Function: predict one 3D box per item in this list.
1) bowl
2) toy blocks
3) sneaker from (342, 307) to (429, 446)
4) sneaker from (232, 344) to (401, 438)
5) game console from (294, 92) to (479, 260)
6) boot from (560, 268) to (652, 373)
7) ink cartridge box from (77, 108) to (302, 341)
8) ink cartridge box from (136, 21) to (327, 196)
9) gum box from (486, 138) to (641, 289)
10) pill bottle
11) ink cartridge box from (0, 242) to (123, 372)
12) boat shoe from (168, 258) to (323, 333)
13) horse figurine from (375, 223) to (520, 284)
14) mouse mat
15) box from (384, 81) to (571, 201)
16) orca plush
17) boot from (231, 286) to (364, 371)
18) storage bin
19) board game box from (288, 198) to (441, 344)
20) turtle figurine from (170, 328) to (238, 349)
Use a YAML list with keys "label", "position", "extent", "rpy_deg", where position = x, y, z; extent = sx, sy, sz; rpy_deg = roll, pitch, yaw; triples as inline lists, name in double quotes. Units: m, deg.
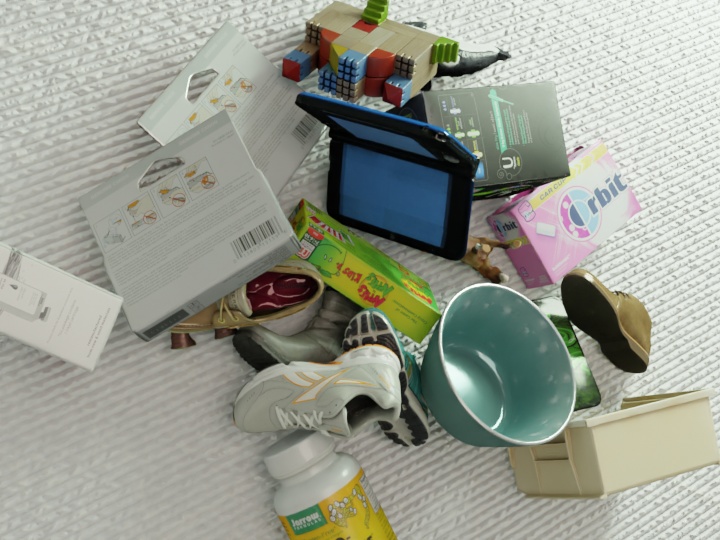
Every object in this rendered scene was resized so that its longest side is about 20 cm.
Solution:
- label: "bowl"
  position: [0.150, 0.130, 1.299]
  extent: [0.198, 0.105, 0.204]
  rpy_deg: [16, 55, -24]
- label: "toy blocks"
  position: [0.000, -0.252, 1.288]
  extent: [0.197, 0.101, 0.137]
  rpy_deg: [23, 41, 18]
- label: "sneaker"
  position: [0.034, 0.121, 1.297]
  extent: [0.080, 0.076, 0.202]
  rpy_deg: [-71, 147, -48]
- label: "sneaker"
  position: [-0.047, 0.149, 1.196]
  extent: [0.196, 0.093, 0.076]
  rpy_deg: [-18, 130, 4]
- label: "game console"
  position: [0.024, -0.105, 1.233]
  extent: [0.170, 0.197, 0.121]
  rpy_deg: [22, 86, -63]
- label: "boot"
  position: [0.335, 0.052, 1.464]
  extent: [0.200, 0.073, 0.076]
  rpy_deg: [46, 57, -33]
- label: "ink cartridge box"
  position: [-0.186, -0.049, 1.165]
  extent: [0.198, 0.044, 0.175]
  rpy_deg: [-30, 67, 2]
- label: "ink cartridge box"
  position: [-0.148, -0.165, 1.266]
  extent: [0.173, 0.043, 0.201]
  rpy_deg: [40, 55, -10]
- label: "gum box"
  position: [0.281, -0.080, 1.467]
  extent: [0.199, 0.066, 0.115]
  rpy_deg: [-37, 99, -24]
- label: "pill bottle"
  position: [-0.032, 0.282, 1.246]
  extent: [0.112, 0.112, 0.203]
  rpy_deg: [-28, 95, -25]
- label: "ink cartridge box"
  position: [-0.357, 0.025, 1.115]
  extent: [0.197, 0.146, 0.084]
  rpy_deg: [26, 80, -18]
- label: "boat shoe"
  position: [-0.134, 0.025, 1.190]
  extent: [0.196, 0.066, 0.076]
  rpy_deg: [-14, 97, -14]
- label: "horse figurine"
  position: [0.112, -0.038, 1.367]
  extent: [0.196, 0.133, 0.051]
  rpy_deg: [20, 80, -7]
- label: "mouse mat"
  position: [0.209, 0.118, 1.409]
  extent: [0.196, 0.008, 0.163]
  rpy_deg: [-9, 66, -26]
- label: "box"
  position: [0.138, -0.155, 1.368]
  extent: [0.196, 0.148, 0.127]
  rpy_deg: [-9, 87, -25]
- label: "orca plush"
  position: [0.095, -0.274, 1.429]
  extent: [0.197, 0.072, 0.106]
  rpy_deg: [-5, 40, -31]
- label: "boot"
  position: [-0.058, 0.075, 1.287]
  extent: [0.199, 0.067, 0.133]
  rpy_deg: [35, 65, -34]
- label: "storage bin"
  position: [0.315, 0.219, 1.367]
  extent: [0.196, 0.198, 0.096]
  rpy_deg: [-10, 84, -25]
- label: "board game box"
  position: [0.000, 0.000, 1.305]
  extent: [0.198, 0.102, 0.048]
  rpy_deg: [33, 105, -17]
- label: "turtle figurine"
  position: [-0.186, 0.000, 1.243]
  extent: [0.197, 0.064, 0.165]
  rpy_deg: [-14, 88, -26]
